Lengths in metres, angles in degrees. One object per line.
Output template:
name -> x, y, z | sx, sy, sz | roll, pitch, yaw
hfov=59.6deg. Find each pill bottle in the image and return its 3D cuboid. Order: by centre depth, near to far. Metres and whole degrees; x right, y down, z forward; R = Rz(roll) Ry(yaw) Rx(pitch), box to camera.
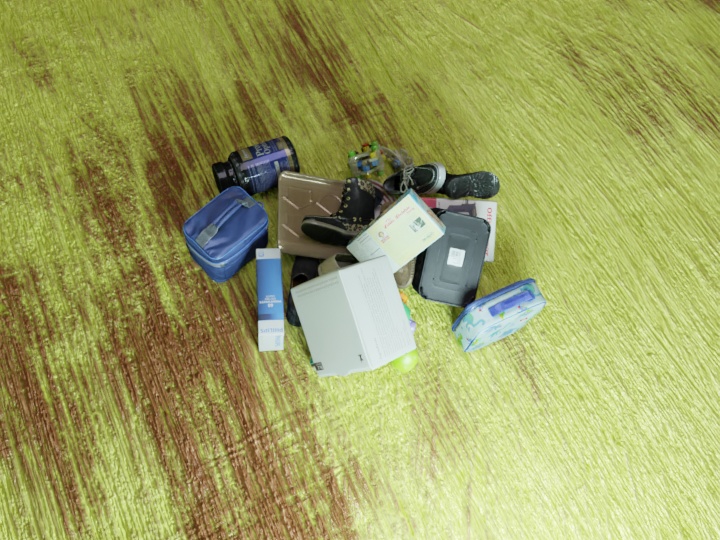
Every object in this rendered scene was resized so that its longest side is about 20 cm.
pill bottle -> -0.255, -0.246, 1.530 | 0.197, 0.112, 0.113 | -21, 69, -17

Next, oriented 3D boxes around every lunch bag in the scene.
lunch bag -> 0.313, 0.099, 1.420 | 0.197, 0.161, 0.084 | -22, 69, -16
lunch bag -> -0.298, -0.091, 1.439 | 0.135, 0.133, 0.200 | 40, 66, 12

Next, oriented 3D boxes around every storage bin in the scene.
storage bin -> 0.204, -0.031, 1.428 | 0.132, 0.094, 0.205 | 11, 98, -8

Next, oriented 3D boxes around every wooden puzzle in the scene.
wooden puzzle -> -0.111, -0.124, 1.491 | 0.181, 0.046, 0.205 | 7, 68, -20

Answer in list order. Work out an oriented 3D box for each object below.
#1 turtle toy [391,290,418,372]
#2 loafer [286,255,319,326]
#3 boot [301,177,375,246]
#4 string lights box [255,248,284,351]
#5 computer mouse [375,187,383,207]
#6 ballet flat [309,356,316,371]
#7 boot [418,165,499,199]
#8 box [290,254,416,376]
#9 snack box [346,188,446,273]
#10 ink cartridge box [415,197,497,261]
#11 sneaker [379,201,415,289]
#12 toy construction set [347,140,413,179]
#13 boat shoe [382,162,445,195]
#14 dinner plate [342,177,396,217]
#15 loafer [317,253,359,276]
turtle toy -> 0.067, 0.129, 1.395 | 0.100, 0.144, 0.204 | -11, 81, -45
loafer -> -0.128, 0.024, 1.442 | 0.071, 0.073, 0.204 | 5, 63, -4
boot -> -0.045, -0.141, 1.457 | 0.200, 0.073, 0.157 | 10, 66, -28
string lights box -> -0.201, 0.065, 1.395 | 0.058, 0.103, 0.204 | -2, 64, -9
computer mouse -> 0.058, -0.166, 1.555 | 0.197, 0.034, 0.059 | 29, 63, 5
ballet flat -> -0.057, 0.138, 1.410 | 0.068, 0.070, 0.203 | 18, 65, 1
boot -> 0.225, -0.222, 1.565 | 0.162, 0.199, 0.067 | -3, 104, -28
box -> -0.018, 0.097, 1.284 | 0.129, 0.197, 0.204 | -18, 90, -38
snack box -> 0.076, -0.072, 1.371 | 0.116, 0.199, 0.037 | 45, 31, -12
ink cartridge box -> 0.222, -0.098, 1.513 | 0.195, 0.084, 0.149 | 2, 95, -8
sneaker -> 0.092, -0.062, 1.489 | 0.068, 0.108, 0.205 | -10, 93, 10
toy construction set -> 0.042, -0.280, 1.574 | 0.198, 0.129, 0.094 | -18, 102, -51
boat shoe -> 0.124, -0.219, 1.510 | 0.067, 0.198, 0.076 | -2, 94, -32
dinner plate -> 0.004, -0.141, 1.566 | 0.195, 0.024, 0.204 | 3, 64, -6
loafer -> 0.000, 0.000, 1.451 | 0.196, 0.068, 0.077 | -1, 62, -31
